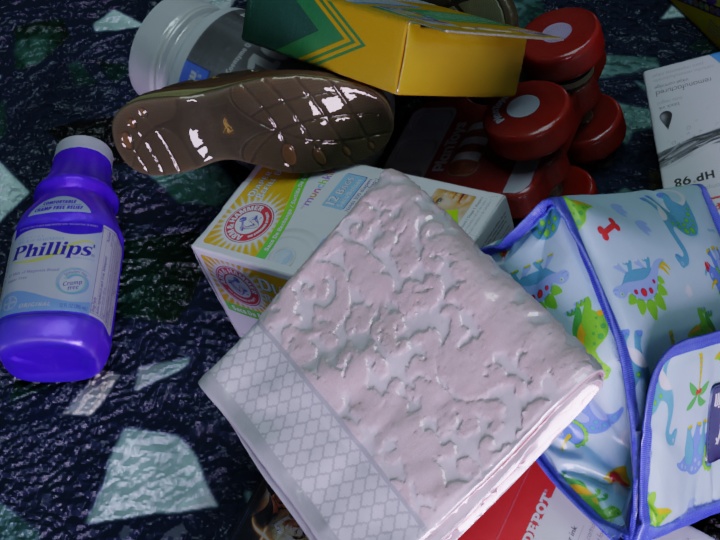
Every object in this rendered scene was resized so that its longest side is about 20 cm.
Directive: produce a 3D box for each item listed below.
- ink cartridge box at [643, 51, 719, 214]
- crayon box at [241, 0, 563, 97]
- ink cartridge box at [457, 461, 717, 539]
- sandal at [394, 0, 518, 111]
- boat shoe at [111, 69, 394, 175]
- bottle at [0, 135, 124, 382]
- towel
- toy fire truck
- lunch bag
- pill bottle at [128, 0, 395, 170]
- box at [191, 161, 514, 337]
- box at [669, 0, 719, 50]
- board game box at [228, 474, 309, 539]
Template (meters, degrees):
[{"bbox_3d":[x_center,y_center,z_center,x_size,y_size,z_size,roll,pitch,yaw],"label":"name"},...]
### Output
[{"bbox_3d":[0.285,-0.070,0.906,0.115,0.067,0.201,-13,54,18],"label":"ink cartridge box"},{"bbox_3d":[0.026,-0.164,0.861,0.125,0.052,0.199,-6,23,-43],"label":"crayon box"},{"bbox_3d":[0.129,0.189,0.723,0.199,0.067,0.116,27,53,9],"label":"ink cartridge box"},{"bbox_3d":[0.061,-0.177,0.965,0.054,0.200,0.082,-19,83,-33],"label":"sandal"},{"bbox_3d":[-0.074,-0.113,0.861,0.199,0.072,0.068,-2,30,10],"label":"boat shoe"},{"bbox_3d":[-0.222,-0.014,0.922,0.083,0.065,0.201,-2,54,4],"label":"bottle"},{"bbox_3d":[0.014,0.063,0.712,0.191,0.032,0.200,-47,55,6],"label":"towel"},{"bbox_3d":[0.109,-0.117,0.960,0.167,0.112,0.201,4,51,30],"label":"toy fire truck"},{"bbox_3d":[0.173,0.055,0.743,0.169,0.127,0.201,-7,71,-43],"label":"lunch bag"},{"bbox_3d":[-0.082,-0.141,0.975,0.199,0.114,0.114,29,61,23],"label":"pill bottle"},{"bbox_3d":[0.000,0.000,0.848,0.199,0.102,0.113,16,55,33],"label":"box"},{"bbox_3d":[0.379,-0.310,1.019,0.199,0.193,0.122,-24,56,-14],"label":"box"},{"bbox_3d":[-0.013,0.158,0.767,0.135,0.035,0.201,-2,48,38],"label":"board game box"}]
